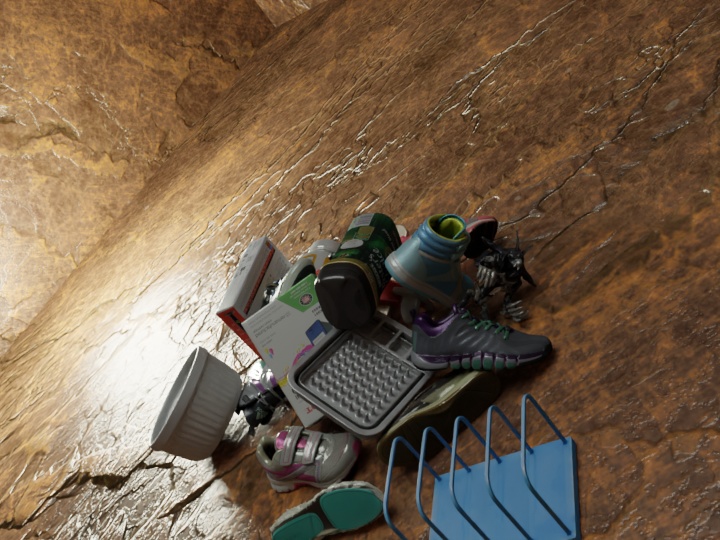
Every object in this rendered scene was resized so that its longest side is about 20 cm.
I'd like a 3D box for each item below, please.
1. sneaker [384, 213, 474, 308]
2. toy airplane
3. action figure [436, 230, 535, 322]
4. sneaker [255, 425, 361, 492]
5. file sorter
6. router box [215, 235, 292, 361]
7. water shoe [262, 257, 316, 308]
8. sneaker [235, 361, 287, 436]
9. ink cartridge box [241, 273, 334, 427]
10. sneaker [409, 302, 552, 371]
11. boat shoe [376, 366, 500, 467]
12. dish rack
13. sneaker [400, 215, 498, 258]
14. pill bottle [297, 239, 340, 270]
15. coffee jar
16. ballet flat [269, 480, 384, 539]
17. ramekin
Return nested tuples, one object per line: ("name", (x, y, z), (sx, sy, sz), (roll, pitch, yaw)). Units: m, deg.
("sneaker", (0.143, -0.017, 1.270), (0.131, 0.199, 0.080), (-49, 51, 20))
("toy airplane", (0.036, 0.043, 1.423), (0.198, 0.141, 0.201), (-31, 65, 0))
("action figure", (0.199, 0.033, 1.228), (0.201, 0.118, 0.102), (-52, 17, -1))
("sneaker", (-0.087, 0.283, 1.254), (0.198, 0.088, 0.082), (-22, 33, 32))
("file sorter", (0.141, 0.251, 0.969), (0.198, 0.123, 0.140), (-24, 32, 28))
("router box", (-0.174, 0.065, 1.585), (0.048, 0.180, 0.201), (-21, 32, 32))
("water shoe", (-0.141, 0.046, 1.437), (0.071, 0.079, 0.202), (-20, -36, -43))
("sneaker", (-0.156, 0.229, 1.448), (0.199, 0.078, 0.141), (-20, 34, 52))
("ink cartridge box", (-0.076, 0.130, 1.323), (0.144, 0.201, 0.088), (-33, -7, 2))
("sneaker", (0.165, 0.088, 1.137), (0.197, 0.089, 0.074), (-5, 11, 7))
("boat shoe", (0.106, 0.201, 1.154), (0.198, 0.074, 0.065), (-32, 22, -3))
("dish rack", (0.008, 0.153, 1.205), (0.170, 0.044, 0.200), (30, 49, 24))
("sneaker", (0.148, -0.061, 1.382), (0.198, 0.075, 0.087), (-22, 47, -30))
("pill bottle", (-0.084, 0.035, 1.585), (0.112, 0.113, 0.201), (-22, 33, 32))
("coffee jar", (0.000, 0.000, 1.265), (0.084, 0.105, 0.201), (-6, 30, 25))
("ballet flat", (-0.044, 0.335, 1.154), (0.198, 0.072, 0.072), (-28, 30, 24))
("ramekin", (-0.297, 0.251, 1.497), (0.201, 0.104, 0.201), (-56, 14, 23))
